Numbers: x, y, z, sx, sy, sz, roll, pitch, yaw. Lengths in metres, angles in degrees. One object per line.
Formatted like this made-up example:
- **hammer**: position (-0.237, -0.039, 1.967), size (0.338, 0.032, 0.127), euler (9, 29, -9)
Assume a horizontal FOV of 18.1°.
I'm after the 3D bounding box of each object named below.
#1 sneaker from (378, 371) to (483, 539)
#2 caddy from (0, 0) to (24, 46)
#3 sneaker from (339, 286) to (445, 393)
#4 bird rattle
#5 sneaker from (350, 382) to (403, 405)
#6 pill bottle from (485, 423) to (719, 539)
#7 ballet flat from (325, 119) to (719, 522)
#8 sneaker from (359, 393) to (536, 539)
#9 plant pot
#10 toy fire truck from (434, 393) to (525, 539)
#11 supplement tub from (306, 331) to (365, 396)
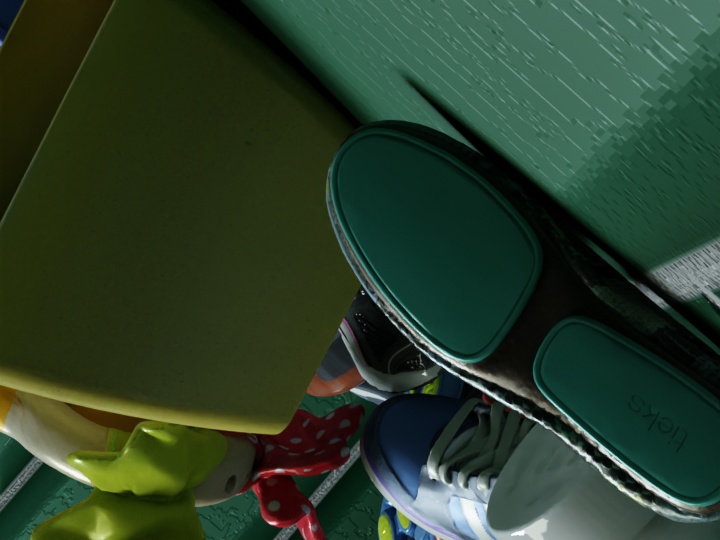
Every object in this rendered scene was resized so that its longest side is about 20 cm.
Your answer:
- **sneaker**: position (0.064, 0.114, 1.367), size (0.082, 0.200, 0.071), euler (30, 135, -17)
- **caddy**: position (-0.180, -0.135, 1.262), size (0.200, 0.105, 0.141), euler (39, 175, 38)
- **sneaker**: position (0.000, 0.000, 1.240), size (0.087, 0.080, 0.200), euler (55, 165, -27)
- **bird rattle**: position (-0.098, 0.083, 1.157), size (0.162, 0.113, 0.200), euler (29, -154, 24)
- **sneaker**: position (0.076, 0.094, 1.576), size (0.202, 0.077, 0.146), euler (27, 176, 43)
- **pill bottle**: position (0.151, 0.133, 0.900), size (0.200, 0.110, 0.110), euler (43, 176, -12)
- **ballet flat**: position (0.069, 0.020, 0.821), size (0.200, 0.074, 0.074), euler (44, 178, 20)
- **sneaker**: position (0.088, 0.091, 1.125), size (0.199, 0.081, 0.147), euler (29, 153, 19)
- **plant pot**: position (-0.097, -0.028, 1.088), size (0.176, 0.201, 0.200), euler (28, -179, -20)
- **toy fire truck**: position (0.115, 0.144, 1.307), size (0.168, 0.111, 0.201), euler (-63, -47, -74)
- **supplement tub**: position (-0.061, -0.016, 1.427), size (0.200, 0.107, 0.107), euler (44, 176, -30)
